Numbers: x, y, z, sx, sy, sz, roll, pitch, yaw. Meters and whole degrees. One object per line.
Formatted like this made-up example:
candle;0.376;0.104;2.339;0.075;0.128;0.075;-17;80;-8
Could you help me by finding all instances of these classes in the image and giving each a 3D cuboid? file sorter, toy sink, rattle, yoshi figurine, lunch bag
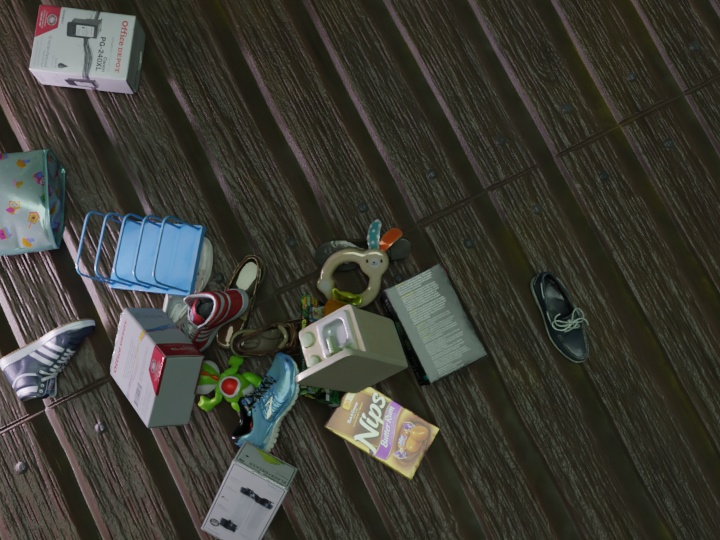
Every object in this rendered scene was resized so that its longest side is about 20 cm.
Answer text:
file sorter;-0.424;-0.036;1.514;0.199;0.123;0.139;5;80;24
toy sink;-0.028;0.142;1.451;0.130;0.200;0.112;-31;63;25
rattle;0.000;0.000;1.541;0.200;0.143;0.130;-41;83;14
yoshi figurine;-0.271;0.225;1.550;0.199;0.113;0.112;24;121;-13
lunch bag;-0.676;-0.124;1.552;0.170;0.122;0.201;-6;76;-5

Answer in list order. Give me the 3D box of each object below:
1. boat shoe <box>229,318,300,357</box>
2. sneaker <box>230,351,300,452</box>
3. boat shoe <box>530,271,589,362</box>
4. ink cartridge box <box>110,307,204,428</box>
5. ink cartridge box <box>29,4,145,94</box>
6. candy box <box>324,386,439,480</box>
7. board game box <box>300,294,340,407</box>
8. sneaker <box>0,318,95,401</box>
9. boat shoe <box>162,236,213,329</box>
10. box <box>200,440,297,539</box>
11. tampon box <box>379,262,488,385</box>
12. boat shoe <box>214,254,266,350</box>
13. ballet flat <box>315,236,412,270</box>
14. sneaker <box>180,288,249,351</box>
boat shoe;-0.153;0.134;1.550;0.199;0.072;0.072;-4;87;-21
sneaker;-0.179;0.245;1.472;0.090;0.078;0.201;25;84;-36
boat shoe;0.415;0.094;1.612;0.075;0.062;0.201;-20;83;-8
ink cartridge box;-0.381;0.175;1.464;0.083;0.200;0.146;3;112;-39
ink cartridge box;-0.559;-0.455;1.627;0.199;0.083;0.146;5;81;-2
candy box;0.041;0.311;1.560;0.200;0.056;0.117;30;81;3
board game box;-0.077;0.156;1.530;0.023;0.105;0.201;-18;60;29
sneaker;-0.591;0.179;1.534;0.199;0.070;0.109;-28;79;0
boat shoe;-0.345;0.023;1.574;0.071;0.069;0.201;16;81;-1
box;-0.208;0.426;1.469;0.116;0.060;0.200;27;120;2
tampon box;0.138;0.108;1.549;0.126;0.150;0.201;-25;84;-6
boat shoe;-0.246;0.060;1.573;0.075;0.072;0.201;16;81;-1
ballet flat;0.007;-0.041;1.622;0.199;0.046;0.068;-8;103;1
sneaker;-0.314;0.101;1.508;0.200;0.112;0.071;-40;72;22
